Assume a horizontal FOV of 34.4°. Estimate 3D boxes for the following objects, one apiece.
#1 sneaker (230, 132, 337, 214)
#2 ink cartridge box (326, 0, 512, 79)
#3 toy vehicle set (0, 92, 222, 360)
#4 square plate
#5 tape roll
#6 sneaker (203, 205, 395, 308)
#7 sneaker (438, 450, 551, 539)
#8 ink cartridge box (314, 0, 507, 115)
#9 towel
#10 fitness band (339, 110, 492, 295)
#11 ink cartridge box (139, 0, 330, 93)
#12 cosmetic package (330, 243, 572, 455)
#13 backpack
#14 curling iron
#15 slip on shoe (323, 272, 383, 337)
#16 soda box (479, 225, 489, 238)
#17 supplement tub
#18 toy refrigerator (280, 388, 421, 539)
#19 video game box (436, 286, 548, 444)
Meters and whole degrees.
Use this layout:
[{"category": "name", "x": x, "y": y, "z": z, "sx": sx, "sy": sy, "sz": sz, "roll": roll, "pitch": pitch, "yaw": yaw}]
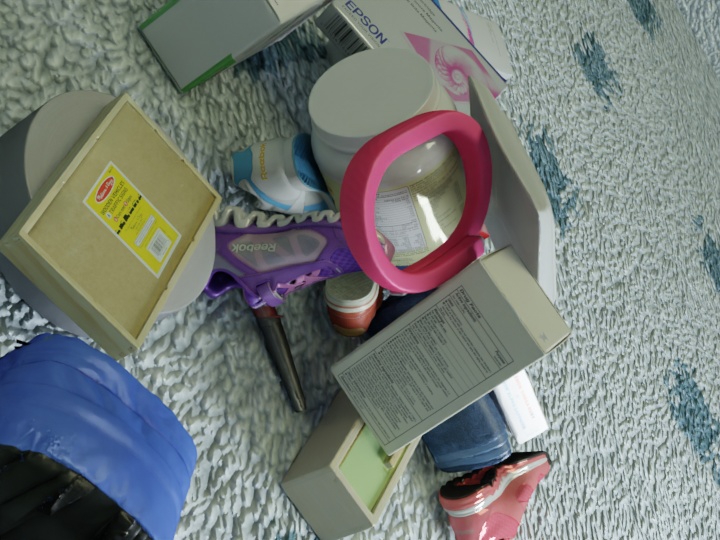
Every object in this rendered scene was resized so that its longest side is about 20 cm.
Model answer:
[{"category": "sneaker", "x": -0.066, "y": -0.090, "z": 1.203, "sx": 0.200, "sy": 0.081, "sz": 0.077, "roll": 39, "pitch": 46, "yaw": -67}, {"category": "ink cartridge box", "x": 0.078, "y": -0.265, "z": 1.465, "sx": 0.200, "sy": 0.144, "sz": 0.085, "roll": 3, "pitch": 66, "yaw": -54}, {"category": "toy vehicle set", "x": -0.188, "y": -0.039, "z": 0.913, "sx": 0.124, "sy": 0.027, "sz": 0.200, "roll": 49, "pitch": 35, "yaw": -22}, {"category": "square plate", "x": 0.149, "y": -0.056, "z": 1.115, "sx": 0.198, "sy": 0.028, "sz": 0.200, "roll": 79, "pitch": -5, "yaw": -48}, {"category": "tape roll", "x": -0.214, "y": -0.046, "z": 0.966, "sx": 0.200, "sy": 0.066, "sz": 0.200, "roll": 35, "pitch": 42, "yaw": -39}, {"category": "sneaker", "x": -0.068, "y": -0.006, "z": 1.059, "sx": 0.080, "sy": 0.200, "sz": 0.089, "roll": 56, "pitch": 41, "yaw": -61}, {"category": "sneaker", "x": 0.153, "y": 0.258, "z": 1.297, "sx": 0.200, "sy": 0.074, "sz": 0.087, "roll": -16, "pitch": 95, "yaw": -54}, {"category": "ink cartridge box", "x": 0.071, "y": -0.248, "z": 1.282, "sx": 0.196, "sy": 0.043, "sz": 0.200, "roll": 47, "pitch": 46, "yaw": -6}, {"category": "towel", "x": 0.080, "y": 0.117, "z": 1.232, "sx": 0.049, "sy": 0.112, "sz": 0.200, "roll": -27, "pitch": 92, "yaw": -36}, {"category": "fitness band", "x": 0.056, "y": -0.061, "z": 1.024, "sx": 0.200, "sy": 0.037, "sz": 0.144, "roll": -33, "pitch": 117, "yaw": -44}, {"category": "ink cartridge box", "x": -0.111, "y": -0.276, "z": 1.202, "sx": 0.084, "sy": 0.146, "sz": 0.200, "roll": 56, "pitch": 32, "yaw": -9}, {"category": "cosmetic package", "x": 0.080, "y": 0.074, "z": 1.061, "sx": 0.105, "sy": 0.200, "sz": 0.071, "roll": 57, "pitch": 33, "yaw": 5}, {"category": "backpack", "x": -0.207, "y": 0.123, "z": 0.731, "sx": 0.163, "sy": 0.200, "sz": 0.168, "roll": 43, "pitch": 38, "yaw": -28}, {"category": "curling iron", "x": -0.084, "y": 0.040, "z": 1.129, "sx": 0.050, "sy": 0.026, "sz": 0.200, "roll": -3, "pitch": 71, "yaw": -53}, {"category": "slip on shoe", "x": 0.000, "y": 0.000, "z": 1.255, "sx": 0.200, "sy": 0.074, "sz": 0.061, "roll": -75, "pitch": 167, "yaw": -56}, {"category": "soda box", "x": 0.076, "y": -0.083, "z": 1.413, "sx": 0.200, "sy": 0.063, "sz": 0.070, "roll": 19, "pitch": 53, "yaw": -48}, {"category": "supplement tub", "x": 0.035, "y": -0.104, "z": 1.149, "sx": 0.200, "sy": 0.145, "sz": 0.145, "roll": 68, "pitch": 21, "yaw": -47}, {"category": "toy refrigerator", "x": 0.006, "y": 0.165, "z": 1.131, "sx": 0.076, "sy": 0.070, "sz": 0.200, "roll": 56, "pitch": 32, "yaw": -12}, {"category": "video game box", "x": 0.125, "y": 0.064, "z": 1.275, "sx": 0.182, "sy": 0.047, "sz": 0.200, "roll": 61, "pitch": 0, "yaw": -36}]
